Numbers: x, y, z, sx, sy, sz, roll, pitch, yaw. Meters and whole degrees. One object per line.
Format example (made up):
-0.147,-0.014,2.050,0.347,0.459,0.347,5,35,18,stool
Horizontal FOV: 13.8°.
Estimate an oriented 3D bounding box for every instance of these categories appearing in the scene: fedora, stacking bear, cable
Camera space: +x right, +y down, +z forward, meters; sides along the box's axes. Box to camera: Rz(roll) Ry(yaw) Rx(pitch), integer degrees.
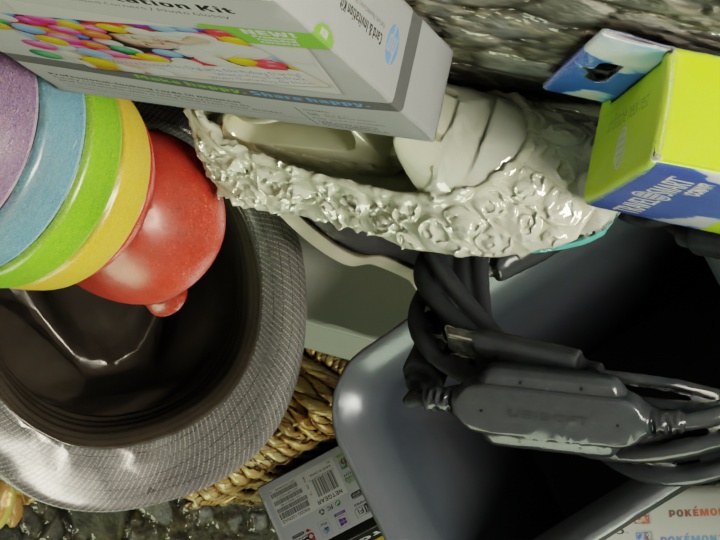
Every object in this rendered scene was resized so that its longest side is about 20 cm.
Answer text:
-0.118,0.000,1.353,0.176,0.200,0.090,-19,-158,-5,fedora
-0.134,-0.040,1.209,0.113,0.122,0.200,-3,164,37,stacking bear
0.119,0.014,1.172,0.199,0.163,0.051,3,131,14,cable

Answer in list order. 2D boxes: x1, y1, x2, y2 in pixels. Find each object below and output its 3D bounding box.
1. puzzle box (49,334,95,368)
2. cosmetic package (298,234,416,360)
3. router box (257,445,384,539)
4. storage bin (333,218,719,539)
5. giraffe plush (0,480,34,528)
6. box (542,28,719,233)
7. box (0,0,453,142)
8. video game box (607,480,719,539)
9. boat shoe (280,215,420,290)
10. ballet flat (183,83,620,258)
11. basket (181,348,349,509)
-0.211,-0.018,1.450,0.133,0.025,0.200,20,-155,-44,puzzle box
0.000,0.000,1.476,0.200,0.090,0.107,20,169,-38,cosmetic package
0.062,0.102,1.634,0.200,0.052,0.157,-29,164,14,router box
0.107,0.048,1.327,0.200,0.146,0.134,-35,161,24,storage bin
-0.200,0.047,1.612,0.200,0.163,0.172,20,-164,24,giraffe plush
0.169,-0.037,1.080,0.199,0.048,0.122,11,172,-6,box
-0.067,-0.094,1.031,0.155,0.041,0.200,9,171,17,box
0.226,0.118,1.578,0.182,0.047,0.200,-3,-176,37,video game box
0.018,-0.037,1.345,0.063,0.073,0.200,-40,142,20,boat shoe
0.010,-0.048,1.180,0.200,0.072,0.072,6,171,33,ballet flat
-0.020,0.039,1.670,0.149,0.143,0.200,-32,162,26,basket
